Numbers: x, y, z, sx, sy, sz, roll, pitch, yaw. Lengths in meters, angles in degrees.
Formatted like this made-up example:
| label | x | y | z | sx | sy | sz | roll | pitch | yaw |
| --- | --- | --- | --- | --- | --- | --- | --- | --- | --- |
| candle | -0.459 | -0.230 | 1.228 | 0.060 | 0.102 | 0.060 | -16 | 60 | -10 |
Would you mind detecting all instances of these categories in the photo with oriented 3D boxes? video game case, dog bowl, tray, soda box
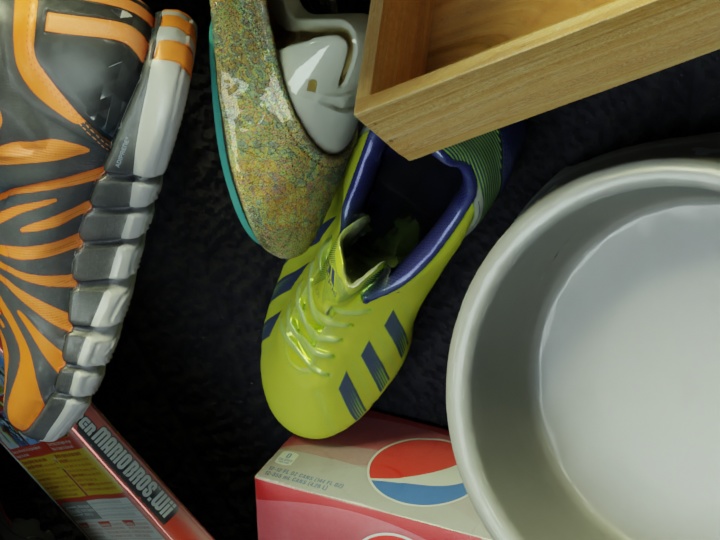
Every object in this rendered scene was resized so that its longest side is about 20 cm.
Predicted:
| label | x | y | z | sx | sy | sz | roll | pitch | yaw |
| --- | --- | --- | --- | --- | --- | --- | --- | --- | --- |
| video game case | -0.128 | 0.082 | 0.995 | 0.200 | 0.017 | 0.143 | 49 | 161 | -9 |
| dog bowl | 0.121 | 0.045 | 0.815 | 0.200 | 0.059 | 0.201 | 3 | 98 | 24 |
| tray | 0.091 | -0.112 | 0.755 | 0.200 | 0.099 | 0.037 | -17 | 140 | 35 |
| soda box | 0.058 | 0.116 | 0.929 | 0.200 | 0.070 | 0.064 | 12 | 122 | 22 |

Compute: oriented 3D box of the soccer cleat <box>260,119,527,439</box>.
| label | x | y | z | sx | sy | sz | roll | pitch | yaw |
| --- | --- | --- | --- | --- | --- | --- | --- | --- | --- |
| soccer cleat | -0.001 | -0.001 | 0.881 | 0.065 | 0.084 | 0.200 | 35 | 128 | 6 |

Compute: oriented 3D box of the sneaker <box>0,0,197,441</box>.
| label | x | y | z | sx | sy | sz | roll | pitch | yaw |
| --- | --- | --- | --- | --- | --- | --- | --- | --- | --- |
| sneaker | -0.136 | -0.027 | 0.853 | 0.112 | 0.078 | 0.200 | 13 | 122 | -9 |

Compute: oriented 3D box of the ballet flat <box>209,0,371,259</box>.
| label | x | y | z | sx | sy | sz | roll | pitch | yaw |
| --- | --- | --- | --- | --- | --- | --- | --- | --- | --- |
| ballet flat | -0.025 | -0.104 | 0.823 | 0.071 | 0.071 | 0.200 | -5 | 97 | 31 |

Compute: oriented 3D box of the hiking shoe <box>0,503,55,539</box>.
| label | x | y | z | sx | sy | sz | roll | pitch | yaw |
| --- | --- | --- | --- | --- | --- | --- | --- | --- | --- |
| hiking shoe | -0.209 | 0.128 | 1.038 | 0.076 | 0.101 | 0.200 | -16 | 128 | 34 |
